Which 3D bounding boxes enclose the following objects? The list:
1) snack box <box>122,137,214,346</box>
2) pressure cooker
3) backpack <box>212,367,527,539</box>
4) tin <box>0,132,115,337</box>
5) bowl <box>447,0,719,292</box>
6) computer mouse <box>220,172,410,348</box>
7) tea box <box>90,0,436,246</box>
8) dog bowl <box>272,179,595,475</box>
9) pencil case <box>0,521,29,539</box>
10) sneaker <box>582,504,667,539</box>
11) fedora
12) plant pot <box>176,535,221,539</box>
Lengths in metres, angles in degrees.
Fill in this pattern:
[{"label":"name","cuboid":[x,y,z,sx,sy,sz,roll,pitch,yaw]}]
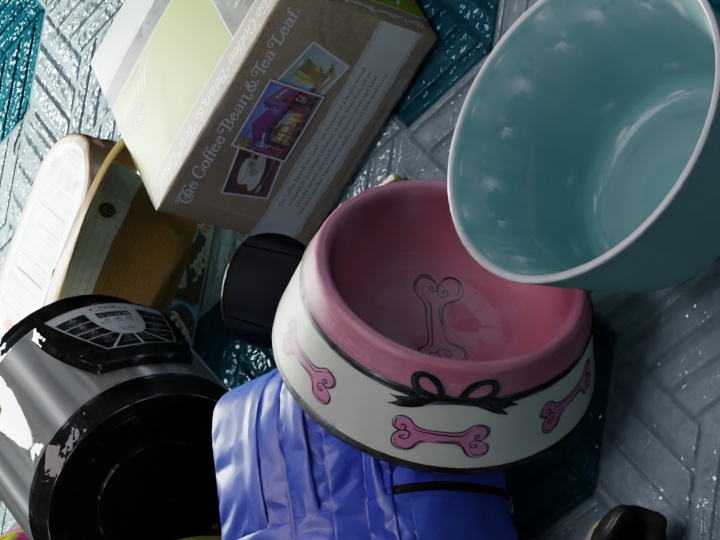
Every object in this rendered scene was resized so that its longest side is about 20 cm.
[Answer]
[{"label":"snack box","cuboid":[-0.162,-0.013,2.106,0.116,0.037,0.200,-3,75,55]},{"label":"pressure cooker","cuboid":[-0.180,0.114,1.872,0.179,0.176,0.200,-42,35,-4]},{"label":"backpack","cuboid":[0.010,0.145,1.658,0.168,0.162,0.200,-27,65,35]},{"label":"tin","cuboid":[-0.254,-0.019,2.253,0.112,0.042,0.200,37,108,60]},{"label":"bowl","cuboid":[0.159,-0.067,1.561,0.201,0.105,0.201,-27,50,36]},{"label":"computer mouse","cuboid":[0.000,0.000,1.727,0.046,0.200,0.141,13,82,42]},{"label":"tea box","cuboid":[-0.075,-0.158,1.946,0.200,0.134,0.197,-57,36,26]},{"label":"dog bowl","cuboid":[0.050,0.025,1.607,0.200,0.200,0.074,-111,23,-43]},{"label":"pencil case","cuboid":[-0.222,0.213,1.957,0.087,0.200,0.088,6,106,21]},{"label":"sneaker","cuboid":[0.165,0.203,1.485,0.088,0.074,0.200,-64,28,27]},{"label":"fedora","cuboid":[-0.175,-0.004,1.997,0.201,0.082,0.201,22,-90,-90]},{"label":"plant pot","cuboid":[-0.095,0.280,1.719,0.200,0.200,0.193,-42,48,40]}]
